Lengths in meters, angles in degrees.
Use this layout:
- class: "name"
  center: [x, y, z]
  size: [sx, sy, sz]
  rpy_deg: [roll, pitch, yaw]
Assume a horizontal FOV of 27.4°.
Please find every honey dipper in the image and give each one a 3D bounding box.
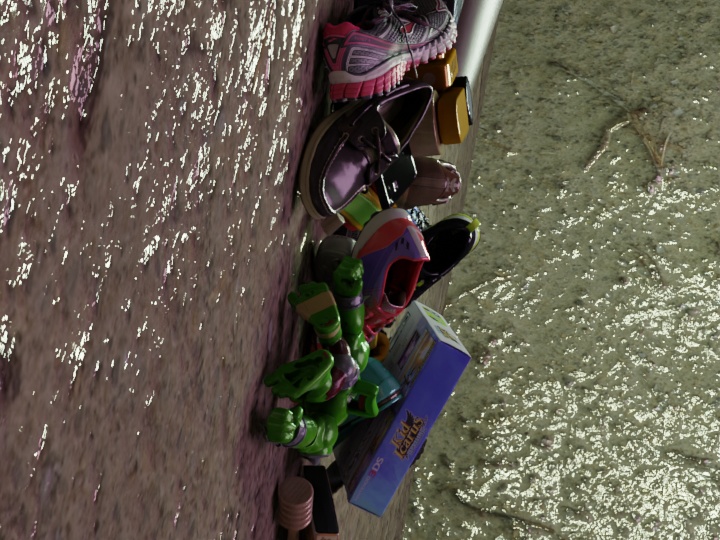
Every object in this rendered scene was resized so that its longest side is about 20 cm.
- class: "honey dipper"
  center: [-0.073, 0.295, 1.584]
  size: [0.201, 0.038, 0.038]
  rpy_deg: [96, 7, -46]

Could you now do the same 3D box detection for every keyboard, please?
- class: "keyboard"
  center: [0.002, -0.159, 1.493]
  size: [0.104, 0.039, 0.201]
  rpy_deg: [-49, 131, -48]

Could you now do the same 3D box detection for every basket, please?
- class: "basket"
  center: [0.093, -0.278, 1.818]
  size: [0.181, 0.135, 0.201]
  rpy_deg: [81, 23, -65]

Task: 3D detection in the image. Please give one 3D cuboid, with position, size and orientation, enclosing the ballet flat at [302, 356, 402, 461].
- class: "ballet flat"
  center: [-0.021, 0.144, 1.601]
  size: [0.067, 0.071, 0.200]
  rpy_deg: [-28, 170, -36]

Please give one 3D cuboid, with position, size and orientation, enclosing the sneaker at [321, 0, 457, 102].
- class: "sneaker"
  center: [0.031, -0.230, 1.425]
  size: [0.200, 0.080, 0.075]
  rpy_deg: [-45, 126, -51]

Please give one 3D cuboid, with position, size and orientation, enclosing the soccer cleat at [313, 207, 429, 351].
- class: "soccer cleat"
  center: [0.010, 0.033, 1.482]
  size: [0.073, 0.068, 0.201]
  rpy_deg: [56, -48, 38]

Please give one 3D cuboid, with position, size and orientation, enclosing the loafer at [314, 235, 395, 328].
- class: "loafer"
  center: [0.000, 0.000, 1.583]
  size: [0.200, 0.069, 0.070]
  rpy_deg: [57, 46, -66]

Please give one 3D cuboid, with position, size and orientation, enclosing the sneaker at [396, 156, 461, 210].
- class: "sneaker"
  center: [0.076, -0.096, 1.680]
  size: [0.200, 0.075, 0.071]
  rpy_deg: [-62, 161, -83]

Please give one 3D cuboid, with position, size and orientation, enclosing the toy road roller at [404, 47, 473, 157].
- class: "toy road roller"
  center: [0.052, -0.213, 1.631]
  size: [0.200, 0.122, 0.147]
  rpy_deg: [-64, 147, -68]

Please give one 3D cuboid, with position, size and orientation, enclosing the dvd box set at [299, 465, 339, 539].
- class: "dvd box set"
  center: [-0.052, 0.341, 1.648]
  size: [0.147, 0.029, 0.201]
  rpy_deg: [-109, -157, -65]

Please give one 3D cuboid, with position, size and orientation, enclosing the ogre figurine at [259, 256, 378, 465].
- class: "ogre figurine"
  center: [-0.034, 0.099, 1.403]
  size: [0.120, 0.097, 0.201]
  rpy_deg: [73, 13, -49]

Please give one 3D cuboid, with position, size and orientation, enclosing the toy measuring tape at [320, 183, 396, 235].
- class: "toy measuring tape"
  center: [0.001, -0.062, 1.542]
  size: [0.200, 0.073, 0.074]
  rpy_deg: [-73, 170, -68]

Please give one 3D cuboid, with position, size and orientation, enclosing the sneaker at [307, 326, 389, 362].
- class: "sneaker"
  center: [-0.009, 0.098, 1.645]
  size: [0.200, 0.081, 0.078]
  rpy_deg: [80, 20, -70]

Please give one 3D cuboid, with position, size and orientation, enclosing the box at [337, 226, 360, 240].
- class: "box"
  center: [0.010, -0.034, 1.755]
  size: [0.201, 0.049, 0.159]
  rpy_deg: [88, 12, -56]

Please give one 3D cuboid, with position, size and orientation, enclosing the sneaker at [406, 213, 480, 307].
- class: "sneaker"
  center: [0.067, -0.006, 1.859]
  size: [0.200, 0.072, 0.083]
  rpy_deg: [-41, -179, 9]

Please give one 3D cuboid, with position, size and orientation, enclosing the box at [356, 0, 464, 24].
- class: "box"
  center: [0.063, -0.362, 1.548]
  size: [0.149, 0.106, 0.201]
  rpy_deg: [-73, 170, -53]

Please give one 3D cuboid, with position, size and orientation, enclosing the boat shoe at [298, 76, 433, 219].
- class: "boat shoe"
  center: [0.007, -0.126, 1.404]
  size: [0.201, 0.064, 0.073]
  rpy_deg: [-60, 136, -37]

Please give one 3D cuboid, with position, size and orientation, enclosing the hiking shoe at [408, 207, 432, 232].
- class: "hiking shoe"
  center: [0.055, -0.074, 1.913]
  size: [0.201, 0.086, 0.075]
  rpy_deg: [89, 12, -53]

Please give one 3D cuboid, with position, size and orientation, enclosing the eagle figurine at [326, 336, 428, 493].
- class: "eagle figurine"
  center: [0.020, 0.186, 1.834]
  size: [0.151, 0.150, 0.202]
  rpy_deg: [-154, -113, -76]

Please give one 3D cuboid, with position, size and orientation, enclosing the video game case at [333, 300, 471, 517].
- class: "video game case"
  center: [0.041, 0.148, 1.622]
  size: [0.201, 0.045, 0.181]
  rpy_deg: [-61, -169, 8]
